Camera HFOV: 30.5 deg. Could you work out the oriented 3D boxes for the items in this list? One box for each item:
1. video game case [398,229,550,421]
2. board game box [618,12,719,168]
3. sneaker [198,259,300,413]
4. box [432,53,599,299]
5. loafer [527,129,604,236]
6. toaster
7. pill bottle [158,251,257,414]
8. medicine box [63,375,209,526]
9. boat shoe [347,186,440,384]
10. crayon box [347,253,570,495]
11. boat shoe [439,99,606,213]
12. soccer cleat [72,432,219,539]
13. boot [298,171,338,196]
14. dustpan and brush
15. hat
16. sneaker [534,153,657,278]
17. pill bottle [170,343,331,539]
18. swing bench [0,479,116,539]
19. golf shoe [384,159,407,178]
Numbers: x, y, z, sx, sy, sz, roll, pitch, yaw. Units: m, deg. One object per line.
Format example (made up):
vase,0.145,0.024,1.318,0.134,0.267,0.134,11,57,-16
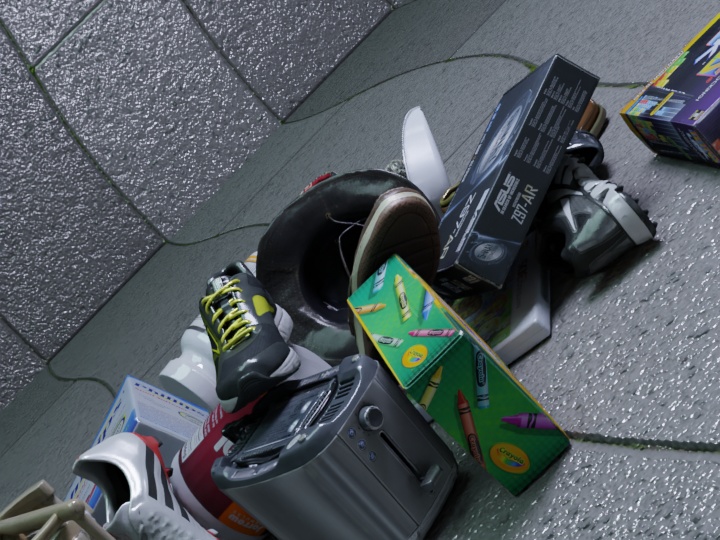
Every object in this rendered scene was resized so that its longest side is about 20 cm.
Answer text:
video game case,0.088,0.062,1.180,0.200,0.022,0.182,-39,15,23
board game box,0.331,-0.179,1.110,0.200,0.057,0.165,-45,13,-1
sneaker,-0.103,0.051,1.090,0.074,0.085,0.200,-33,15,3
box,0.124,-0.075,1.155,0.201,0.043,0.160,-64,7,-8
loafer,0.148,-0.063,1.267,0.200,0.068,0.070,-40,7,5
toaster,-0.021,0.154,1.005,0.200,0.129,0.114,-26,22,51
pill bottle,-0.143,0.082,1.585,0.200,0.116,0.116,-51,15,-22
medicine box,-0.228,0.225,1.342,0.183,0.103,0.200,-63,15,1
boat shoe,0.017,0.006,1.115,0.074,0.203,0.075,-9,42,-19
crayon box,0.067,0.071,0.976,0.058,0.119,0.200,-44,20,3
boat shoe,0.168,-0.114,1.360,0.200,0.068,0.072,-46,14,-5
soccer cleat,-0.169,0.224,1.112,0.085,0.200,0.069,-11,-32,-49
boot,0.010,-0.029,1.383,0.074,0.154,0.204,-46,15,-6
dustpan and brush,0.070,-0.081,1.409,0.057,0.140,0.200,-20,22,4
hat,0.000,0.000,1.294,0.200,0.201,0.081,-42,-16,10
sneaker,0.180,-0.044,1.130,0.090,0.067,0.200,-41,16,4
pill bottle,-0.097,0.171,1.186,0.200,0.113,0.113,-49,12,18
swing bench,-0.215,0.280,1.052,0.130,0.199,0.200,-48,15,-16
golf shoe,0.028,-0.062,1.603,0.097,0.078,0.200,-43,12,33
